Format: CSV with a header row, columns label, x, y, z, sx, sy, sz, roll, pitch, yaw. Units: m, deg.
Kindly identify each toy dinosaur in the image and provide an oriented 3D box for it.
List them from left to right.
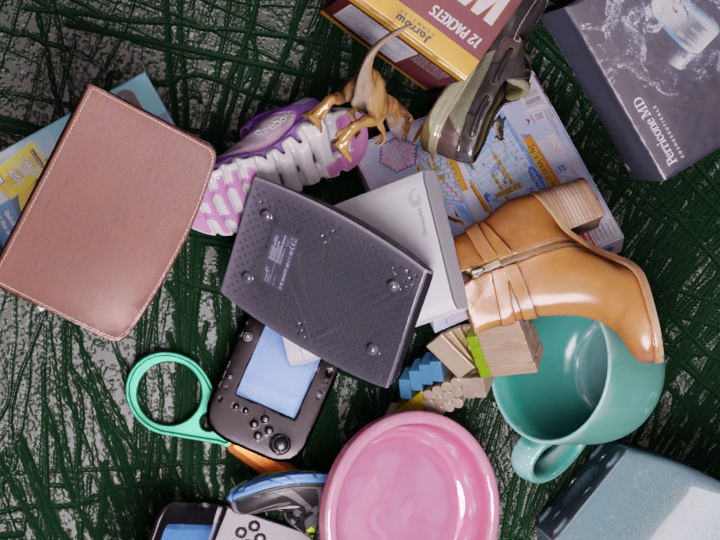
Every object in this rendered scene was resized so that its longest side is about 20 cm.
label,x,y,z,sx,sy,sz,roll,pitch,yaw
toy dinosaur,0.002,-0.163,1.643,0.060,0.200,0.106,43,83,17

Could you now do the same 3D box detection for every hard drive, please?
label,x,y,z,sx,sy,sz,roll,pitch,yaw
hard drive,-0.029,0.007,1.651,0.200,0.042,0.135,29,113,27
hard drive,0.000,0.000,1.681,0.200,0.027,0.132,-20,78,35

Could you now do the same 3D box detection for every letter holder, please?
label,x,y,z,sx,sy,sz,roll,pitch,yaw
letter holder,-0.232,-0.052,1.656,0.142,0.101,0.200,27,90,-11

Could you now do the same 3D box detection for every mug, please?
label,x,y,z,sx,sy,sz,roll,pitch,yaw
mug,0.209,0.101,1.758,0.114,0.185,0.152,4,53,-43

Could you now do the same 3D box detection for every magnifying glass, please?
label,x,y,z,sx,sy,sz,roll,pitch,yaw
magnifying glass,-0.142,0.152,1.770,0.200,0.022,0.080,37,87,-7

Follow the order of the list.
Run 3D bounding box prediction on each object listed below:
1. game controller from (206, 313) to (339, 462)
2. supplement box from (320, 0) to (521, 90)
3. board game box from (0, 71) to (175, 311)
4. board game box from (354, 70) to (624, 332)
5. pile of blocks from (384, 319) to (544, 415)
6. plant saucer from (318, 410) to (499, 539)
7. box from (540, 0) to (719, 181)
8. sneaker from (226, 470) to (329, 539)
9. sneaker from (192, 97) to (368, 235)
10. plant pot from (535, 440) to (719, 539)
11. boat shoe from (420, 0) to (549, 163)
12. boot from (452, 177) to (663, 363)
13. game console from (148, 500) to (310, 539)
label,x,y,z,sx,sy,sz,roll,pitch,yaw
game controller,-0.071,0.082,1.754,0.104,0.042,0.200,25,82,-10
supplement box,0.082,-0.289,1.682,0.133,0.200,0.197,35,88,-9
board game box,-0.256,-0.076,1.724,0.200,0.047,0.151,-30,97,-5
board game box,0.119,-0.068,1.738,0.199,0.041,0.200,-23,68,-6
pile of blocks,0.094,0.088,1.744,0.200,0.062,0.082,-35,104,33
plant saucer,0.040,0.232,1.723,0.200,0.051,0.201,0,90,-33
box,0.315,-0.219,1.763,0.200,0.117,0.197,-32,97,-4
sneaker,-0.032,0.237,1.745,0.200,0.071,0.083,13,80,-25
sneaker,-0.094,-0.106,1.719,0.200,0.088,0.081,-29,134,-18
plant pot,0.287,0.270,1.756,0.200,0.196,0.196,40,88,-3
boat shoe,0.132,-0.185,1.729,0.066,0.072,0.201,30,73,15
boot,0.174,0.022,1.639,0.155,0.077,0.200,-24,75,-8
game console,-0.142,0.332,1.731,0.176,0.116,0.200,20,91,-9
